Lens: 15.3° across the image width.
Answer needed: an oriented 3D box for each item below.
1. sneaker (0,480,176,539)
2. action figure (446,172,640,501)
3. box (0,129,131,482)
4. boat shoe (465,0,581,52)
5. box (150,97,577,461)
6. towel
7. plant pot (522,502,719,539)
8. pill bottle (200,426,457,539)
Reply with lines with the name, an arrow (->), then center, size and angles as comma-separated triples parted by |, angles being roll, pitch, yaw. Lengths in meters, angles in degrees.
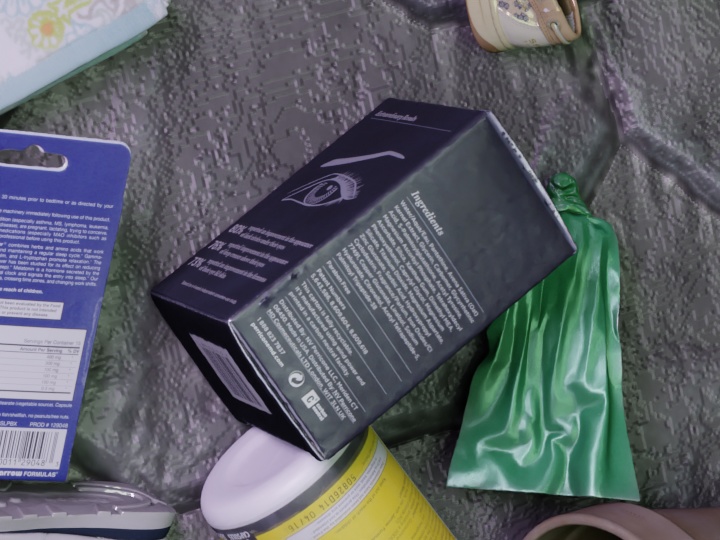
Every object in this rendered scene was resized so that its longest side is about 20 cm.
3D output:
sneaker -> -0.203, 0.166, 1.534 | 0.199, 0.076, 0.081 | 5, 104, -21
action figure -> 0.120, 0.038, 1.647 | 0.118, 0.055, 0.201 | 5, 83, 2
box -> -0.200, 0.017, 1.461 | 0.121, 0.032, 0.201 | 5, 108, -31
boat shoe -> 0.091, -0.230, 1.592 | 0.073, 0.062, 0.201 | -41, 125, -56
box -> 0.000, 0.000, 1.551 | 0.200, 0.148, 0.104 | -38, 109, -13
towel -> -0.216, -0.172, 1.467 | 0.200, 0.048, 0.172 | -33, 98, -32
plant pot -> 0.213, 0.224, 1.659 | 0.173, 0.200, 0.201 | -17, 103, -36
pill bottle -> 0.003, 0.179, 1.593 | 0.112, 0.112, 0.200 | -41, 109, -13
